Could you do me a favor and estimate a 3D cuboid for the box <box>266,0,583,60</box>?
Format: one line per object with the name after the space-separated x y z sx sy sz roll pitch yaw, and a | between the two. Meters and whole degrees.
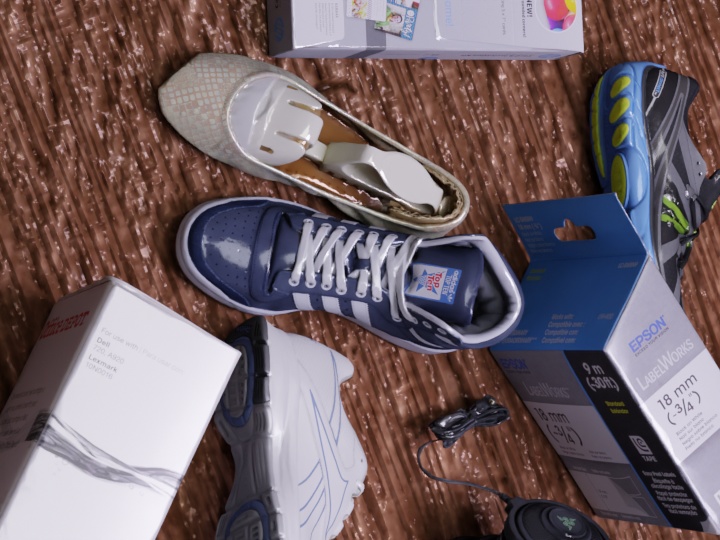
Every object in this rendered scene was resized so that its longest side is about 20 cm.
0.038 -0.207 1.382 0.199 0.041 0.157 -3 89 -25 | box

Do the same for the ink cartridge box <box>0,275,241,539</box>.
-0.155 0.115 1.210 0.084 0.146 0.201 29 76 -15 | ink cartridge box

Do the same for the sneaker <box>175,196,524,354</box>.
0.000 0.000 1.315 0.199 0.108 0.070 17 80 -24 | sneaker

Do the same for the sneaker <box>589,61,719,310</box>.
0.193 -0.032 1.433 0.082 0.071 0.200 -1 85 -20 | sneaker

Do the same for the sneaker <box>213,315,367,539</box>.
-0.034 0.126 1.302 0.087 0.074 0.201 11 71 -34 | sneaker

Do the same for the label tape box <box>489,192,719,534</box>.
0.146 0.057 1.366 0.063 0.144 0.200 -38 103 -20 | label tape box

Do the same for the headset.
0.099 0.173 1.361 0.094 0.123 0.200 -19 78 -50 | headset

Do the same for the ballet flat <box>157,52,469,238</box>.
-0.021 -0.076 1.334 0.200 0.062 0.068 24 77 -23 | ballet flat
